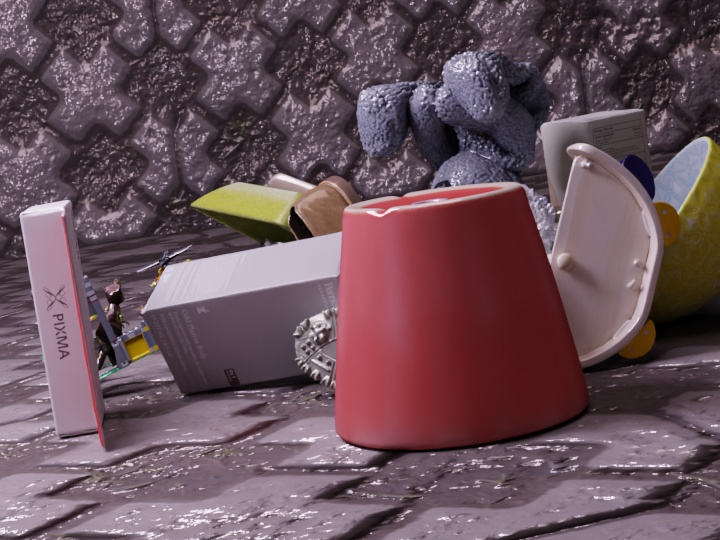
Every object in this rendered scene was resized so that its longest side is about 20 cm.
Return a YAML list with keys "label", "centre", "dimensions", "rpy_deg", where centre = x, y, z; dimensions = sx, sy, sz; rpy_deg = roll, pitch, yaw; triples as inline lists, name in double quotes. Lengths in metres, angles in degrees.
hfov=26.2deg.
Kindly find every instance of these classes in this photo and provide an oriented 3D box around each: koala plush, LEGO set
- label: "koala plush"
  centre: [0.120, -0.098, 1.553]
  dimensions: [0.177, 0.201, 0.183]
  rpy_deg: [-16, -10, 40]
- label: "LEGO set"
  centre: [-0.248, 0.033, 1.573]
  dimensions: [0.199, 0.116, 0.154]
  rpy_deg: [-25, 5, 0]

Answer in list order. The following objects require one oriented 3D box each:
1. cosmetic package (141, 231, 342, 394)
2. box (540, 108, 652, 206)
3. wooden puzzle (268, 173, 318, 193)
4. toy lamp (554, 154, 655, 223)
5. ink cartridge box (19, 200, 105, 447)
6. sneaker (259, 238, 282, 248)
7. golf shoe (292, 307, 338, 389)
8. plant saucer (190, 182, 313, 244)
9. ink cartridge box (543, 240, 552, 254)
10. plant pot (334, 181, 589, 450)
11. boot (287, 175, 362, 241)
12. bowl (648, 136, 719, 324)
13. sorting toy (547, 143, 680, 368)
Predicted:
- label: "cosmetic package"
  centre: [-0.088, 0.040, 1.454]
  dimensions: [0.199, 0.107, 0.090]
  rpy_deg: [-11, 30, 21]
- label: "box"
  centre: [0.267, -0.071, 1.696]
  dimensions: [0.095, 0.201, 0.078]
  rpy_deg: [-12, 8, -32]
- label: "wooden puzzle"
  centre: [0.001, -0.050, 1.812]
  dimensions: [0.184, 0.037, 0.200]
  rpy_deg: [22, -11, 19]
- label: "toy lamp"
  centre: [0.206, -0.055, 1.572]
  dimensions: [0.058, 0.058, 0.200]
  rpy_deg: [-15, -8, -45]
- label: "ink cartridge box"
  centre: [-0.259, 0.045, 1.345]
  dimensions: [0.045, 0.201, 0.176]
  rpy_deg: [-9, 7, -7]
- label: "sneaker"
  centre: [-0.076, 0.010, 1.677]
  dimensions: [0.080, 0.074, 0.200]
  rpy_deg: [15, 1, -12]
- label: "golf shoe"
  centre: [0.042, 0.072, 1.375]
  dimensions: [0.199, 0.079, 0.097]
  rpy_deg: [2, -2, 15]
- label: "plant saucer"
  centre: [-0.060, -0.043, 1.723]
  dimensions: [0.199, 0.048, 0.200]
  rpy_deg: [28, -9, -34]
- label: "ink cartridge box"
  centre: [0.091, 0.038, 1.463]
  dimensions: [0.200, 0.039, 0.099]
  rpy_deg: [-37, -1, 16]
- label: "plant pot"
  centre: [0.067, 0.029, 1.198]
  dimensions: [0.199, 0.178, 0.200]
  rpy_deg: [-8, 7, 1]
- label: "boot"
  centre: [0.000, 0.000, 1.589]
  dimensions: [0.075, 0.200, 0.074]
  rpy_deg: [-32, -11, -39]
- label: "bowl"
  centre: [0.318, -0.018, 1.494]
  dimensions: [0.107, 0.200, 0.200]
  rpy_deg: [34, 5, -4]
- label: "sorting toy"
  centre: [0.205, -0.007, 1.402]
  dimensions: [0.106, 0.201, 0.180]
  rpy_deg: [12, 3, -6]
